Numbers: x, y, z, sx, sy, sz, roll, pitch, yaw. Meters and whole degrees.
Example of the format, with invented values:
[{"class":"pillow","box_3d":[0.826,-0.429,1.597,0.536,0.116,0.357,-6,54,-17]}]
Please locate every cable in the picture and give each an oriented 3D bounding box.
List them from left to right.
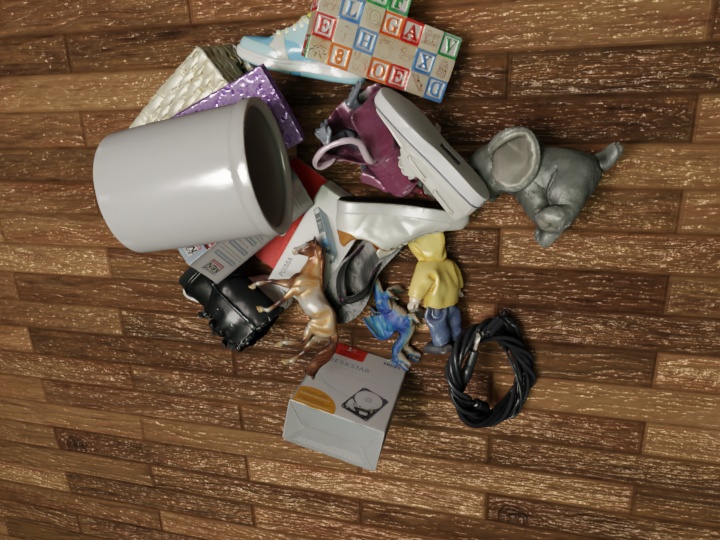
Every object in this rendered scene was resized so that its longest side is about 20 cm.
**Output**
[{"class":"cable","box_3d":[0.209,0.172,0.847,0.050,0.162,0.202,16,136,52]}]

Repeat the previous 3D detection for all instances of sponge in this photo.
[{"class":"sponge","box_3d":[-0.189,-0.190,0.754,0.198,0.030,0.112,-23,118,16]}]

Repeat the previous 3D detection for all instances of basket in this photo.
[{"class":"basket","box_3d":[-0.239,-0.233,0.834,0.199,0.123,0.136,-37,97,24]}]

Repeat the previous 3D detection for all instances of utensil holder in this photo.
[{"class":"utensil holder","box_3d":[-0.205,-0.114,0.687,0.197,0.170,0.173,-9,107,10]}]

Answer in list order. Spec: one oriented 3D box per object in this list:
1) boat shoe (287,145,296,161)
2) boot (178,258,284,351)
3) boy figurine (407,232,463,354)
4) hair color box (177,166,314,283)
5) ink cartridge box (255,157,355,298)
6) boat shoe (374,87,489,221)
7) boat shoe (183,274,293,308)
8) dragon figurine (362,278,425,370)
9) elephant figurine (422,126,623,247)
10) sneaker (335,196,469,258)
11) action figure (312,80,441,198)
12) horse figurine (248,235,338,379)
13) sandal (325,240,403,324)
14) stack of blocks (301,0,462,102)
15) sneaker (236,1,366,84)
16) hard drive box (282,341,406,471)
[{"class":"boat shoe","box_3d":[-0.170,-0.141,0.873,0.199,0.071,0.065,-28,85,32]},{"class":"boot","box_3d":[-0.191,0.021,0.891,0.198,0.073,0.163,-45,80,3]},{"class":"boy figurine","box_3d":[0.114,0.027,0.838,0.064,0.123,0.203,-8,97,50]},{"class":"hair color box","box_3d":[-0.173,-0.076,0.809,0.199,0.099,0.061,-40,70,-3]},{"class":"ink cartridge box","box_3d":[-0.101,-0.064,0.899,0.175,0.045,0.201,34,114,1]},{"class":"boat shoe","box_3d":[0.082,-0.150,0.711,0.200,0.072,0.066,43,125,-9]},{"class":"boat shoe","box_3d":[-0.220,0.047,0.960,0.197,0.065,0.075,3,110,15]},{"class":"dragon figurine","box_3d":[0.042,0.077,0.901,0.200,0.059,0.099,46,114,-5]},{"class":"elephant figurine","box_3d":[0.212,-0.137,0.740,0.199,0.142,0.156,37,72,9]},{"class":"sneaker","box_3d":[0.061,-0.061,0.798,0.196,0.073,0.086,3,106,-4]},{"class":"action figure","box_3d":[0.040,-0.163,0.766,0.133,0.150,0.200,-27,127,29]},{"class":"horse figurine","box_3d":[-0.088,0.065,0.849,0.131,0.050,0.202,-24,87,-8]},{"class":"sandal","box_3d":[0.000,-0.001,0.851,0.075,0.048,0.202,36,107,11]},{"class":"stack of blocks","box_3d":[0.031,-0.314,0.718,0.197,0.059,0.117,13,110,-18]},{"class":"sneaker","box_3d":[-0.078,-0.350,0.774,0.197,0.080,0.133,10,114,2]},{"class":"hard drive box","box_3d":[-0.019,0.214,0.890,0.153,0.200,0.078,16,112,8]}]
